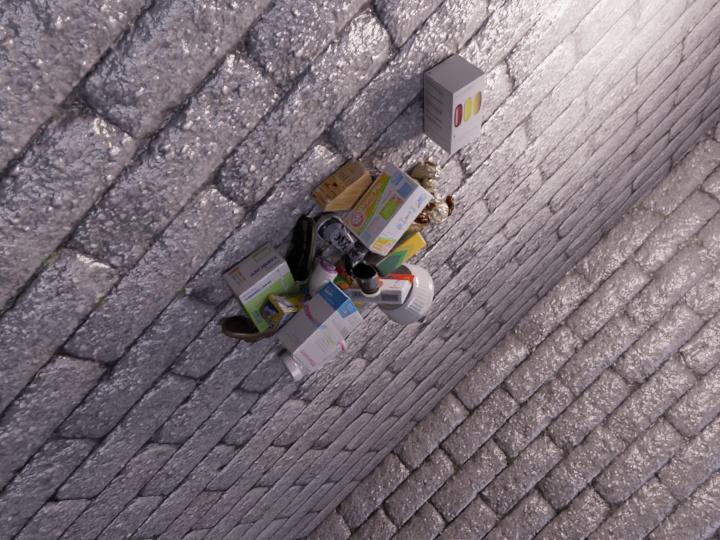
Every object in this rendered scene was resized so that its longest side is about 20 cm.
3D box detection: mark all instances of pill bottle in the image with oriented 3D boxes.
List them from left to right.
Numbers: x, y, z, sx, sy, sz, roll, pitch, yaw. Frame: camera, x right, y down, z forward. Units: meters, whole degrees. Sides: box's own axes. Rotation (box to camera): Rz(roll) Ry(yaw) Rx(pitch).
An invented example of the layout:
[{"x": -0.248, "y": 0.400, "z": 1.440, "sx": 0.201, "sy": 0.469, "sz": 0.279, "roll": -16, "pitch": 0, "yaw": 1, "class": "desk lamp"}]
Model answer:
[{"x": -0.154, "y": 0.259, "z": 1.857, "sx": 0.199, "sy": 0.113, "sz": 0.114, "roll": -33, "pitch": 149, "yaw": -16, "class": "pill bottle"}]

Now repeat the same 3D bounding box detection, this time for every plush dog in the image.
[{"x": 0.168, "y": -0.188, "z": 1.617, "sx": 0.199, "sy": 0.172, "sz": 0.162, "roll": -23, "pitch": 146, "yaw": -33, "class": "plush dog"}]

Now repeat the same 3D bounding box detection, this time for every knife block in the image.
[{"x": -0.014, "y": -0.195, "z": 1.495, "sx": 0.199, "sy": 0.064, "sz": 0.176, "roll": -40, "pitch": 150, "yaw": -7, "class": "knife block"}]

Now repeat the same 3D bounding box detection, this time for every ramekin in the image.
[{"x": 0.134, "y": 0.067, "z": 1.894, "sx": 0.203, "sy": 0.203, "sz": 0.094, "roll": -50, "pitch": 137, "yaw": 12, "class": "ramekin"}]

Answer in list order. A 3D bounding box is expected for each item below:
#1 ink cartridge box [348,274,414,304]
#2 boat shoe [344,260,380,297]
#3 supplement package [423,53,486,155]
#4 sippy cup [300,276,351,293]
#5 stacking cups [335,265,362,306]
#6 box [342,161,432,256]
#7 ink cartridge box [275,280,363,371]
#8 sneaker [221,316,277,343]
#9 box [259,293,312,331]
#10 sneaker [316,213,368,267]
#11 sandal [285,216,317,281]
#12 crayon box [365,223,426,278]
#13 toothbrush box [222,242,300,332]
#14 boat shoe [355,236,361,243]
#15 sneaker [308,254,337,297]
[{"x": 0.068, "y": 0.034, "z": 1.706, "sx": 0.200, "sy": 0.160, "sz": 0.051, "roll": -59, "pitch": 146, "yaw": -59, "class": "ink cartridge box"}, {"x": 0.003, "y": -0.001, "z": 1.650, "sx": 0.073, "sy": 0.202, "sz": 0.064, "roll": -18, "pitch": 122, "yaw": -11, "class": "boat shoe"}, {"x": 0.235, "y": -0.418, "z": 1.468, "sx": 0.113, "sy": 0.110, "sz": 0.201, "roll": -35, "pitch": 150, "yaw": -15, "class": "supplement package"}, {"x": -0.097, "y": 0.107, "z": 1.696, "sx": 0.176, "sy": 0.141, "sz": 0.130, "roll": -20, "pitch": 154, "yaw": 28, "class": "sippy cup"}, {"x": -0.044, "y": 0.050, "z": 1.779, "sx": 0.060, "sy": 0.061, "sz": 0.200, "roll": -42, "pitch": 149, "yaw": -1, "class": "stacking cups"}, {"x": 0.068, "y": -0.153, "z": 1.470, "sx": 0.201, "sy": 0.112, "sz": 0.101, "roll": -52, "pitch": 153, "yaw": 10, "class": "box"}, {"x": -0.104, "y": 0.147, "z": 1.489, "sx": 0.200, "sy": 0.084, "sz": 0.145, "roll": -45, "pitch": 150, "yaw": -10, "class": "ink cartridge box"}, {"x": -0.306, "y": 0.174, "z": 1.605, "sx": 0.199, "sy": 0.071, "sz": 0.076, "roll": 1, "pitch": 130, "yaw": -51, "class": "sneaker"}, {"x": -0.164, "y": 0.106, "z": 1.519, "sx": 0.199, "sy": 0.070, "sz": 0.065, "roll": 2, "pitch": 126, "yaw": -55, "class": "box"}, {"x": -0.043, "y": -0.077, "z": 1.560, "sx": 0.076, "sy": 0.114, "sz": 0.200, "roll": -46, "pitch": 151, "yaw": 5, "class": "sneaker"}, {"x": -0.141, "y": -0.052, "z": 1.517, "sx": 0.057, "sy": 0.079, "sz": 0.202, "roll": -30, "pitch": 150, "yaw": -48, "class": "sandal"}, {"x": 0.115, "y": -0.062, "z": 1.766, "sx": 0.199, "sy": 0.126, "sz": 0.052, "roll": -39, "pitch": 106, "yaw": -9, "class": "crayon box"}, {"x": -0.247, "y": 0.048, "z": 1.496, "sx": 0.145, "sy": 0.086, "sz": 0.201, "roll": -38, "pitch": 152, "yaw": -14, "class": "toothbrush box"}, {"x": 0.067, "y": -0.100, "z": 1.709, "sx": 0.198, "sy": 0.075, "sz": 0.074, "roll": -20, "pitch": 143, "yaw": -33, "class": "boat shoe"}, {"x": -0.114, "y": 0.017, "z": 1.560, "sx": 0.101, "sy": 0.074, "sz": 0.200, "roll": -63, "pitch": -172, "yaw": 7, "class": "sneaker"}]
